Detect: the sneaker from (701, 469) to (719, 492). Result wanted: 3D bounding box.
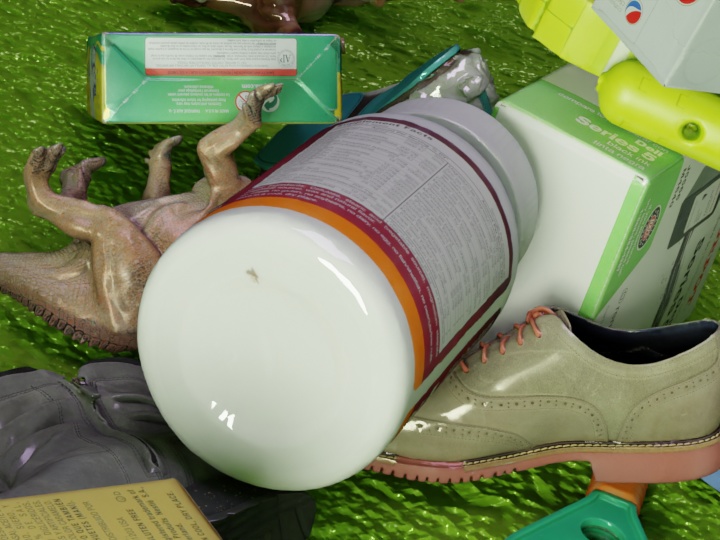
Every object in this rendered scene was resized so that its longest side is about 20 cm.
[{"bbox_3d":[0.249,0.072,1.024,0.199,0.078,0.070,6,29,-23],"label":"sneaker"}]

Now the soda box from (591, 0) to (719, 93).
[{"bbox_3d":[0.204,-0.118,0.970,0.199,0.068,0.064,3,38,-37],"label":"soda box"}]

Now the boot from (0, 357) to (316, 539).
[{"bbox_3d":[-0.123,0.086,0.809,0.130,0.068,0.199,32,22,35],"label":"boot"}]

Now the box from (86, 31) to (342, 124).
[{"bbox_3d":[-0.079,-0.098,1.098,0.116,0.049,0.200,-1,4,-10],"label":"box"}]

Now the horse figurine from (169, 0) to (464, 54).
[{"bbox_3d":[-0.020,-0.180,1.357,0.132,0.050,0.200,14,30,34],"label":"horse figurine"}]

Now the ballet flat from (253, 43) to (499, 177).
[{"bbox_3d":[0.010,-0.057,1.090,0.071,0.072,0.200,2,-9,-27],"label":"ballet flat"}]

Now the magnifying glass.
[{"bbox_3d":[0.103,0.114,0.927,0.079,0.023,0.200,21,29,7],"label":"magnifying glass"}]

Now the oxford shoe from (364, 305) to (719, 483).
[{"bbox_3d":[0.064,0.047,0.944,0.198,0.075,0.071,0,23,-7],"label":"oxford shoe"}]

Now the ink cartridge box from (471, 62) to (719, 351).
[{"bbox_3d":[0.118,-0.026,1.055,0.084,0.146,0.200,29,29,19],"label":"ink cartridge box"}]

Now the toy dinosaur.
[{"bbox_3d":[-0.081,0.003,0.968,0.199,0.136,0.086,-16,-5,-16],"label":"toy dinosaur"}]

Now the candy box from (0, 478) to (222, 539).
[{"bbox_3d":[-0.141,0.133,0.638,0.199,0.117,0.056,-3,33,-34],"label":"candy box"}]

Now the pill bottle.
[{"bbox_3d":[0.000,0.000,0.862,0.109,0.110,0.200,24,26,12],"label":"pill bottle"}]

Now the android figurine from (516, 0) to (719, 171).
[{"bbox_3d":[0.151,-0.109,1.020,0.199,0.041,0.182,25,29,-2],"label":"android figurine"}]
